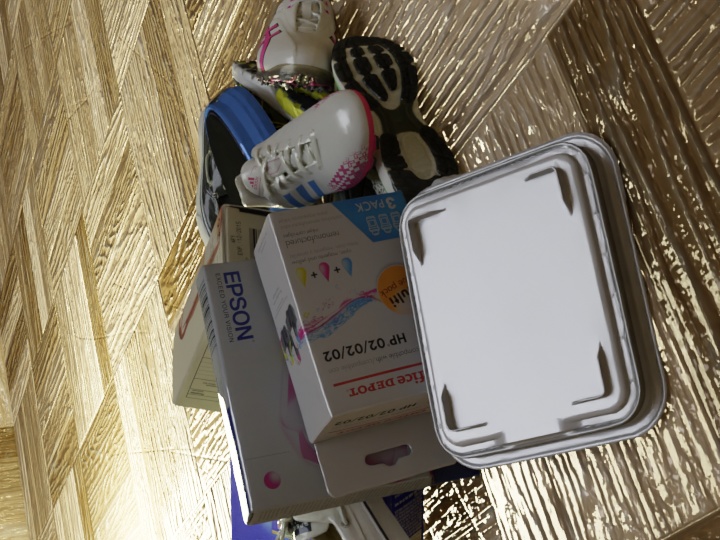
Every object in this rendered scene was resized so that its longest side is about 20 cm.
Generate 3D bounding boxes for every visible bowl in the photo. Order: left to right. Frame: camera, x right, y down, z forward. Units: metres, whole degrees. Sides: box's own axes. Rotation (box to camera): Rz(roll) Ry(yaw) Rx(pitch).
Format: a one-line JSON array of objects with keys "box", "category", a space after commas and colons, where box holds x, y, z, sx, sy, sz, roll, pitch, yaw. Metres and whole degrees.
[{"box": [-0.101, -0.083, 1.100, 0.202, 0.039, 0.202, 58, 164, 27], "category": "bowl"}]

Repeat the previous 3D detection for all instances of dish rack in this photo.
[{"box": [0.101, 0.021, 0.724, 0.169, 0.043, 0.204, -18, 76, 32], "category": "dish rack"}]

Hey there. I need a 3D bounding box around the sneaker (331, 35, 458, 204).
[{"box": [0.016, -0.113, 0.929, 0.089, 0.075, 0.203, 111, 147, -52], "category": "sneaker"}]

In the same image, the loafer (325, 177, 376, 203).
[{"box": [0.000, 0.000, 0.969, 0.063, 0.071, 0.204, -30, 57, 58], "category": "loafer"}]

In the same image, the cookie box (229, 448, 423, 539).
[{"box": [-0.031, 0.255, 0.971, 0.168, 0.075, 0.205, 4, 97, 30], "category": "cookie box"}]

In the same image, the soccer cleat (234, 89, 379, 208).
[{"box": [-0.049, -0.088, 0.901, 0.200, 0.085, 0.071, -33, 74, 67], "category": "soccer cleat"}]

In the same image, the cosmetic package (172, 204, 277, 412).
[{"box": [-0.104, 0.042, 1.004, 0.201, 0.101, 0.088, 121, 150, -45], "category": "cosmetic package"}]

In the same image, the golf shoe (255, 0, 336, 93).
[{"box": [-0.058, -0.214, 1.001, 0.200, 0.071, 0.094, -108, 24, -71], "category": "golf shoe"}]

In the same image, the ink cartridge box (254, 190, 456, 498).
[{"box": [0.004, 0.052, 0.815, 0.068, 0.113, 0.203, 124, 131, -61], "category": "ink cartridge box"}]

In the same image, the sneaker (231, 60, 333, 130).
[{"box": [-0.081, -0.154, 1.103, 0.200, 0.073, 0.086, 45, 132, 52], "category": "sneaker"}]

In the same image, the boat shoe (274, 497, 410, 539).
[{"box": [-0.035, 0.191, 0.865, 0.203, 0.085, 0.075, 55, 151, 10], "category": "boat shoe"}]

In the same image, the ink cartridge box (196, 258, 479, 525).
[{"box": [-0.014, 0.079, 0.859, 0.043, 0.196, 0.200, 119, 139, -60], "category": "ink cartridge box"}]

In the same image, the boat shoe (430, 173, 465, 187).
[{"box": [0.090, 0.027, 0.798, 0.073, 0.064, 0.204, -39, 59, 57], "category": "boat shoe"}]

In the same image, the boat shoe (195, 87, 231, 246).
[{"box": [-0.149, -0.107, 1.244, 0.064, 0.069, 0.204, -32, 63, 60], "category": "boat shoe"}]
